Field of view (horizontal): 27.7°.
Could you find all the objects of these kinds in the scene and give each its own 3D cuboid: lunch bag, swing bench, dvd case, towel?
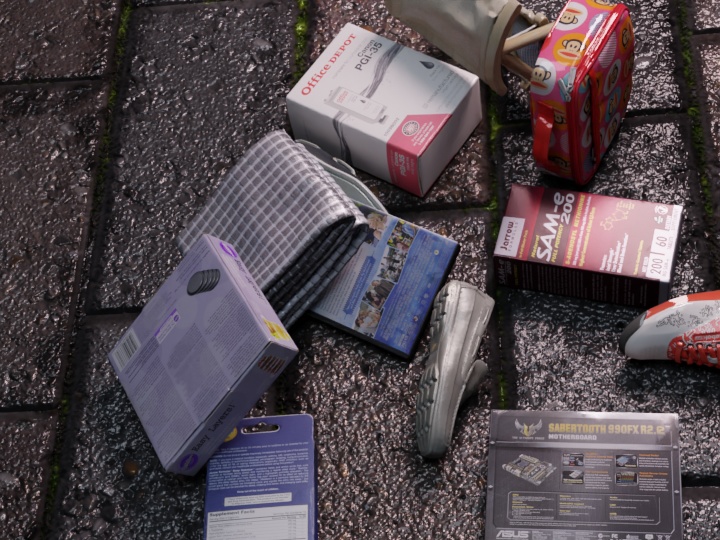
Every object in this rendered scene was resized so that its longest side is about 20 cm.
[{"bbox_3d":[0.248,-0.199,1.685,0.081,0.201,0.177,22,64,24],"label":"lunch bag"},{"bbox_3d":[0.149,-0.310,1.765,0.199,0.131,0.199,-8,41,-47],"label":"swing bench"},{"bbox_3d":[0.000,0.000,1.663,0.199,0.018,0.144,23,86,22],"label":"dvd case"},{"bbox_3d":[-0.107,-0.037,1.655,0.200,0.085,0.166,-47,58,8],"label":"towel"}]

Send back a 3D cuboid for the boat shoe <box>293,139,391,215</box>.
[{"bbox_3d":[-0.028,-0.096,1.737,0.200,0.076,0.060,41,26,16],"label":"boat shoe"}]

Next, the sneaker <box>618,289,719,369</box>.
[{"bbox_3d":[0.384,0.080,1.550,0.199,0.068,0.109,-16,52,-5],"label":"sneaker"}]

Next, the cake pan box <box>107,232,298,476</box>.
[{"bbox_3d":[-0.177,0.093,1.574,0.200,0.052,0.185,-51,46,15],"label":"cake pan box"}]

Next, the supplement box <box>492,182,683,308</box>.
[{"bbox_3d":[0.257,-0.029,1.650,0.198,0.061,0.110,8,57,15],"label":"supplement box"}]

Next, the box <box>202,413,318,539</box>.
[{"bbox_3d":[-0.104,0.248,1.530,0.120,0.033,0.202,-5,56,6],"label":"box"}]

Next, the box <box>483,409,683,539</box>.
[{"bbox_3d":[0.226,0.223,1.487,0.198,0.049,0.160,0,55,8],"label":"box"}]

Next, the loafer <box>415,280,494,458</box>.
[{"bbox_3d":[0.105,0.108,1.573,0.069,0.070,0.202,18,68,-13],"label":"loafer"}]

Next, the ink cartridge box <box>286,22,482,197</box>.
[{"bbox_3d":[0.028,-0.199,1.789,0.199,0.083,0.147,26,63,24],"label":"ink cartridge box"}]
